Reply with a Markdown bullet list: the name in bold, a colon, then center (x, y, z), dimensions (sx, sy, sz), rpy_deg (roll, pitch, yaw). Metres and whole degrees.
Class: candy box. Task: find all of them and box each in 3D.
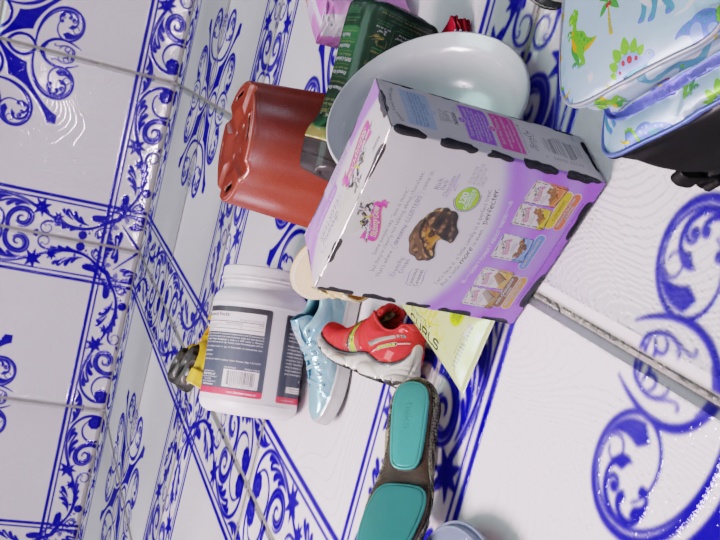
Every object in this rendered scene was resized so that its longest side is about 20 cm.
- **candy box**: center (0.074, -0.051, 0.816), dimensions (0.072, 0.197, 0.169), rpy_deg (-104, 33, -46)

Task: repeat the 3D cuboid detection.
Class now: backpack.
- **backpack**: center (0.217, -0.178, 0.595), dimensions (0.183, 0.145, 0.203), rpy_deg (-26, 53, 60)

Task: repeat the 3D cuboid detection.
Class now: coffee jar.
- **coffee jar**: center (0.007, -0.191, 1.083), dimensions (0.085, 0.103, 0.203), rpy_deg (25, 96, 60)

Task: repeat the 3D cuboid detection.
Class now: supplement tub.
- **supplement tub**: center (-0.146, 0.102, 1.366), dimensions (0.140, 0.139, 0.203), rpy_deg (169, 110, -67)

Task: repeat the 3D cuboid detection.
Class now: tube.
- **tube**: center (0.077, 0.038, 0.972), dimensions (0.200, 0.051, 0.059), rpy_deg (53, 166, 58)

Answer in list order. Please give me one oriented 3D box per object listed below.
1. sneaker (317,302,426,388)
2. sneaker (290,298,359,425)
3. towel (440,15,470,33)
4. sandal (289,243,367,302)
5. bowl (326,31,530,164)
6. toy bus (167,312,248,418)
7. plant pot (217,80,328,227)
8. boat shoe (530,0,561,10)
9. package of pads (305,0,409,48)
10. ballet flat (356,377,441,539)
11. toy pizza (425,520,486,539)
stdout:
- **sneaker**: center (0.019, 0.077, 1.084), dimensions (0.199, 0.076, 0.086), rpy_deg (14, 82, 62)
- **sneaker**: center (-0.056, 0.090, 1.227), dimensions (0.074, 0.081, 0.203), rpy_deg (172, 107, -68)
- **towel**: center (0.084, -0.164, 1.080), dimensions (0.145, 0.022, 0.203), rpy_deg (134, 141, -55)
- **sandal**: center (-0.004, -0.003, 1.008), dimensions (0.211, 0.077, 0.070), rpy_deg (-32, 34, 34)
- **bowl**: center (0.074, -0.129, 0.939), dimensions (0.091, 0.199, 0.203), rpy_deg (62, -167, -46)
- **toy bus**: center (-0.207, 0.117, 1.548), dimensions (0.194, 0.134, 0.200), rpy_deg (-69, 18, -9)
- **plant pot**: center (-0.066, -0.139, 1.209), dimensions (0.200, 0.193, 0.204), rpy_deg (-170, 90, -68)
- **boat shoe**: center (0.154, -0.288, 0.895), dimensions (0.066, 0.073, 0.201), rpy_deg (120, 152, -43)
- **package of pads**: center (-0.011, -0.363, 1.274), dimensions (0.201, 0.119, 0.076), rpy_deg (-104, 27, -46)
- **ballet flat**: center (0.047, 0.206, 0.936), dimensions (0.067, 0.075, 0.202), rpy_deg (1, 61, 25)
- **toy pizza**: center (0.086, 0.321, 0.839), dimensions (0.200, 0.031, 0.203), rpy_deg (-170, 90, -70)
